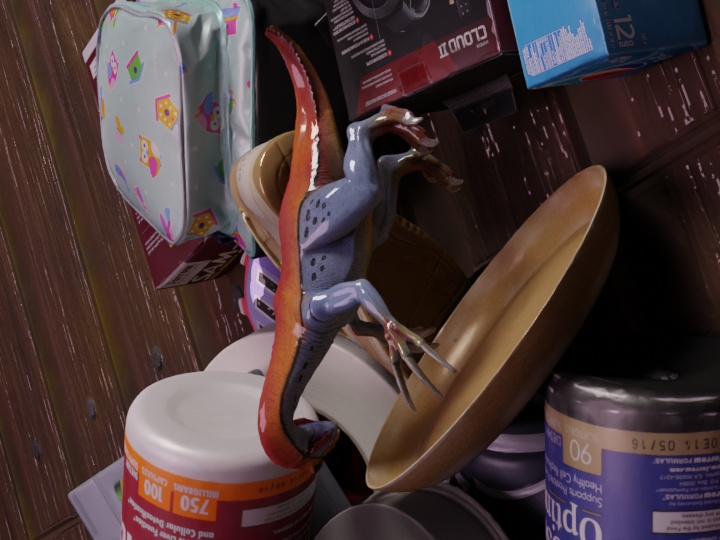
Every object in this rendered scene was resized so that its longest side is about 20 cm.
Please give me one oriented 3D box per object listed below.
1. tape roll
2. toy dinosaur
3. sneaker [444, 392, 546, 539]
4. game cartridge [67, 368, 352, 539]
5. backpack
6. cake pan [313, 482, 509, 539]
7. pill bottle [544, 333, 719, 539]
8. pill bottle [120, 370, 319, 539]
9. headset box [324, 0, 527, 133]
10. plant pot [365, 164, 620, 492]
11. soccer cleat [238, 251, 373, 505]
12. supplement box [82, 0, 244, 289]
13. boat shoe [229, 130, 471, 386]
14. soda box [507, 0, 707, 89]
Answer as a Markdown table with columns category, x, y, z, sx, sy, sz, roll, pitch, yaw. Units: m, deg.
| category | x | y | z | sx | sy | sz | roll | pitch | yaw |
| --- | --- | --- | --- | --- | --- | --- | --- | --- | --- |
| tape roll | -0.026 | 0.129 | 1.001 | 0.202 | 0.037 | 0.204 | 11 | 112 | 29 |
| toy dinosaur | -0.018 | 0.006 | 0.827 | 0.200 | 0.182 | 0.105 | 36 | 172 | 19 |
| sneaker | 0.053 | 0.129 | 0.893 | 0.199 | 0.070 | 0.109 | -15 | 87 | 37 |
| game cartridge | -0.098 | 0.162 | 1.016 | 0.200 | 0.040 | 0.134 | -35 | 89 | 36 |
| backpack | -0.085 | -0.108 | 0.985 | 0.200 | 0.153 | 0.177 | -139 | 43 | -63 |
| cake pan | 0.020 | 0.212 | 0.831 | 0.200 | 0.037 | 0.201 | -9 | 78 | 53 |
| pill bottle | 0.144 | 0.139 | 0.746 | 0.112 | 0.111 | 0.201 | 16 | 112 | 54 |
| pill bottle | -0.086 | 0.170 | 0.920 | 0.113 | 0.113 | 0.201 | 32 | 124 | 48 |
| headset box | 0.043 | -0.177 | 0.840 | 0.149 | 0.077 | 0.201 | -17 | 85 | 58 |
| plant pot | 0.072 | 0.035 | 0.792 | 0.027 | 0.200 | 0.200 | 36 | 141 | -5 |
| soccer cleat | -0.031 | 0.062 | 1.044 | 0.076 | 0.067 | 0.201 | 4 | 103 | 41 |
| supplement box | -0.137 | -0.100 | 1.152 | 0.109 | 0.061 | 0.201 | -38 | 67 | 55 |
| boat shoe | 0.000 | 0.000 | 0.904 | 0.200 | 0.074 | 0.069 | 51 | 156 | -21 |
| soda box | 0.102 | -0.194 | 0.753 | 0.064 | 0.068 | 0.201 | -16 | 86 | 57 |
